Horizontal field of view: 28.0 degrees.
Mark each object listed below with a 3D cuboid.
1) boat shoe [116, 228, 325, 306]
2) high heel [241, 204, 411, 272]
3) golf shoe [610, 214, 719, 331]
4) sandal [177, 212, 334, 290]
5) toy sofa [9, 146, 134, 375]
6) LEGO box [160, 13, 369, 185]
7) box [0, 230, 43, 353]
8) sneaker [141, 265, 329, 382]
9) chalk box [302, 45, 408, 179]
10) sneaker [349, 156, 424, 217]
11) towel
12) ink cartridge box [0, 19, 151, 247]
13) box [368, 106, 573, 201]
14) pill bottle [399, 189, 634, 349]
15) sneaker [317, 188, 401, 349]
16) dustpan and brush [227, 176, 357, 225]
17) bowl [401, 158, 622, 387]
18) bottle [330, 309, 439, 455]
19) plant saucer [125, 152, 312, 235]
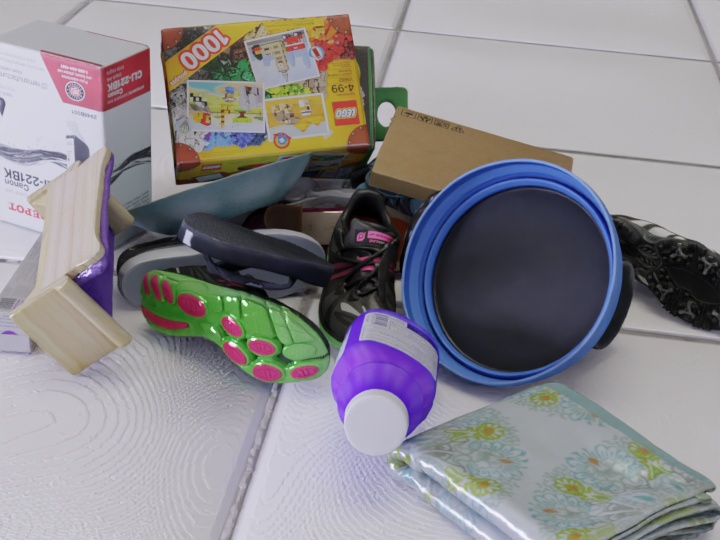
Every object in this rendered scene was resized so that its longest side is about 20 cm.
[{"bbox_3d":[-0.136,-0.009,1.377,0.199,0.070,0.066,-11,29,-15],"label":"boat shoe"},{"bbox_3d":[-0.021,-0.031,1.464,0.200,0.068,0.096,14,-16,-19],"label":"high heel"},{"bbox_3d":[0.312,-0.007,1.431,0.200,0.078,0.094,33,22,29],"label":"golf shoe"},{"bbox_3d":[-0.082,-0.004,1.201,0.076,0.043,0.200,31,6,29],"label":"sandal"},{"bbox_3d":[-0.235,-0.013,1.260,0.097,0.083,0.200,-32,33,13],"label":"toy sofa"},{"bbox_3d":[-0.103,-0.179,1.516,0.199,0.149,0.077,-7,-12,-11],"label":"LEGO box"},{"bbox_3d":[-0.294,0.013,1.324,0.041,0.039,0.200,6,25,0],"label":"box"},{"bbox_3d":[-0.101,0.034,1.252,0.200,0.077,0.084,23,33,32],"label":"sneaker"},{"bbox_3d":[-0.047,-0.177,1.630,0.199,0.125,0.124,2,-13,-9],"label":"chalk box"},{"bbox_3d":[0.042,-0.070,1.545,0.095,0.080,0.200,-14,21,-12],"label":"sneaker"},{"bbox_3d":[0.145,0.156,1.081,0.171,0.048,0.200,-14,30,-36],"label":"towel"},{"bbox_3d":[-0.291,-0.135,1.459,0.144,0.200,0.084,16,31,24],"label":"ink cartridge box"},{"bbox_3d":[0.117,-0.102,1.485,0.200,0.021,0.164,17,32,2],"label":"box"},{"bbox_3d":[0.145,0.002,1.338,0.200,0.112,0.112,20,29,30],"label":"pill bottle"},{"bbox_3d":[0.000,0.000,1.325,0.077,0.084,0.200,2,42,-9],"label":"sneaker"},{"bbox_3d":[-0.072,-0.073,1.524,0.200,0.057,0.140,14,27,20],"label":"dustpan and brush"},{"bbox_3d":[0.133,0.004,1.256,0.200,0.201,0.039,21,-4,31],"label":"bowl"},{"bbox_3d":[0.019,0.089,1.139,0.083,0.065,0.200,27,14,-3],"label":"bottle"},{"bbox_3d":[-0.137,-0.069,1.416,0.201,0.039,0.201,-17,4,1],"label":"plant saucer"}]
